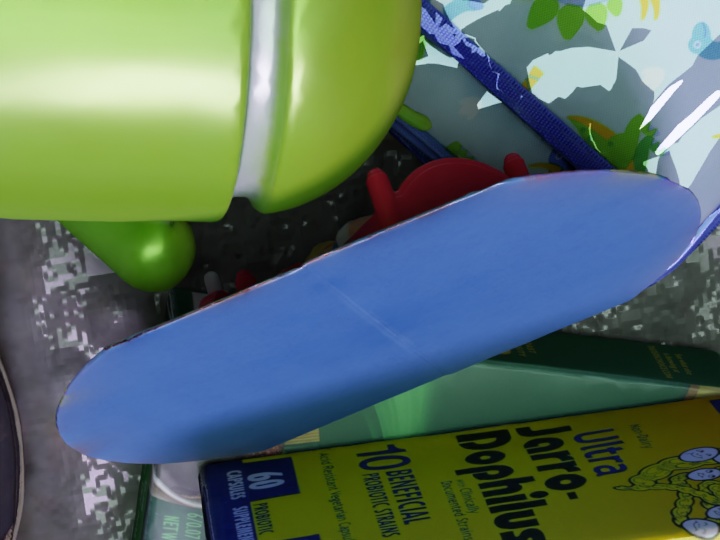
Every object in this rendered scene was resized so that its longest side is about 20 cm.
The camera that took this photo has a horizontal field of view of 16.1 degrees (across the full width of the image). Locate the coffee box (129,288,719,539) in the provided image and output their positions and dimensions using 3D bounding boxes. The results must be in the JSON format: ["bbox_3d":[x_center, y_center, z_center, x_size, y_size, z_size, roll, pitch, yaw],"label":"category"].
[{"bbox_3d":[0.024,0.079,0.866,0.198,0.044,0.124,8,105,-9],"label":"coffee box"}]

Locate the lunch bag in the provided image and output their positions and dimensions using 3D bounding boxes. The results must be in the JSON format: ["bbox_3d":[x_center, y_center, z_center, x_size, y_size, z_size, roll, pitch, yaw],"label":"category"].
[{"bbox_3d":[0.060,-0.101,0.802,0.200,0.083,0.161,41,101,-15],"label":"lunch bag"}]

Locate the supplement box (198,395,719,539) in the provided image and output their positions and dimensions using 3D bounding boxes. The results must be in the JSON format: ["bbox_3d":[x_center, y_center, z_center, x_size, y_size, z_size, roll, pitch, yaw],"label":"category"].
[{"bbox_3d":[0.055,0.116,0.800,0.198,0.109,0.110,-7,107,-5],"label":"supplement box"}]

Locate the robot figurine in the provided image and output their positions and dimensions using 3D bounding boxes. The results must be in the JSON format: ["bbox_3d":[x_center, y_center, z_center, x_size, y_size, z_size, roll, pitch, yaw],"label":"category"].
[{"bbox_3d":[-0.073,-0.072,0.699,0.198,0.116,0.177,0,126,-10],"label":"robot figurine"}]

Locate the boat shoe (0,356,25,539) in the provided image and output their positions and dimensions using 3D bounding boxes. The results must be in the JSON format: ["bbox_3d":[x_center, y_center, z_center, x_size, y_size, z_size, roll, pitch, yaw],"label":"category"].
[{"bbox_3d":[-0.150,0.110,0.837,0.074,0.073,0.202,4,105,-9],"label":"boat shoe"}]

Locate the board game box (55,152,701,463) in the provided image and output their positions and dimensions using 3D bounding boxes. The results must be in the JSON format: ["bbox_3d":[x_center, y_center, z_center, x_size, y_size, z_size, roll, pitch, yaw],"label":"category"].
[{"bbox_3d":[0.000,0.000,0.750,0.199,0.158,0.039,-23,72,10],"label":"board game box"}]
